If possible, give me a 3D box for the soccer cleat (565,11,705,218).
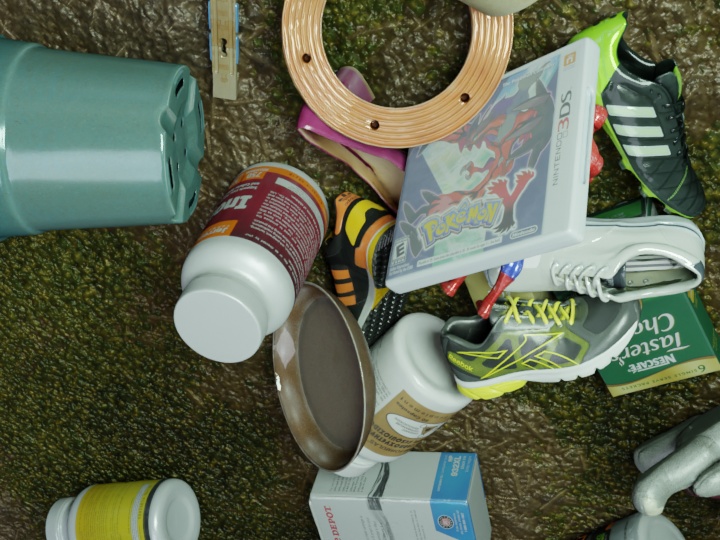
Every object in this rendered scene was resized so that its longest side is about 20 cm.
[{"bbox_3d":[0.252,-0.129,0.865,0.081,0.068,0.200,-31,110,32],"label":"soccer cleat"}]

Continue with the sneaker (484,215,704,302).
[{"bbox_3d":[0.208,-0.007,0.897,0.198,0.071,0.074,-9,122,14],"label":"sneaker"}]

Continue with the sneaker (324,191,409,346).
[{"bbox_3d":[0.000,0.000,1.051,0.090,0.070,0.201,43,148,25],"label":"sneaker"}]

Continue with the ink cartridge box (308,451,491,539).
[{"bbox_3d":[0.052,0.302,1.243,0.198,0.084,0.146,-2,126,18],"label":"ink cartridge box"}]

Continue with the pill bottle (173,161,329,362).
[{"bbox_3d":[-0.106,-0.009,0.977,0.112,0.201,0.114,8,129,10],"label":"pill bottle"}]

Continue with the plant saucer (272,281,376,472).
[{"bbox_3d":[-0.036,0.110,1.060,0.032,0.201,0.201,-9,137,-30],"label":"plant saucer"}]

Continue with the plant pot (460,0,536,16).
[{"bbox_3d":[0.072,-0.291,0.737,0.186,0.189,0.200,-25,129,31],"label":"plant pot"}]

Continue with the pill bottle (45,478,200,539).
[{"bbox_3d":[-0.329,0.348,1.378,0.198,0.112,0.113,-9,124,23],"label":"pill bottle"}]

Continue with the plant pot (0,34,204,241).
[{"bbox_3d":[-0.259,-0.122,0.954,0.194,0.201,0.202,3,128,5],"label":"plant pot"}]

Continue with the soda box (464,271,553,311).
[{"bbox_3d":[0.131,-0.023,0.980,0.063,0.068,0.201,-11,123,23],"label":"soda box"}]

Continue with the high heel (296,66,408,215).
[{"bbox_3d":[0.011,-0.087,0.945,0.067,0.096,0.201,-17,118,45],"label":"high heel"}]

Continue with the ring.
[{"bbox_3d":[0.031,-0.206,0.858,0.198,0.019,0.203,1,105,3],"label":"ring"}]

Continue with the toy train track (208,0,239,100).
[{"bbox_3d":[-0.123,-0.248,0.912,0.113,0.033,0.201,8,134,2],"label":"toy train track"}]

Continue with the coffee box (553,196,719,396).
[{"bbox_3d":[0.268,0.030,0.995,0.122,0.044,0.201,-18,119,28],"label":"coffee box"}]

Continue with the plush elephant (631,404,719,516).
[{"bbox_3d":[0.393,0.220,1.026,0.199,0.165,0.156,-36,85,10],"label":"plush elephant"}]

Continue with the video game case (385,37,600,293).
[{"bbox_3d":[0.108,-0.084,0.842,0.023,0.184,0.199,29,149,-34],"label":"video game case"}]

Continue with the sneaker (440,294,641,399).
[{"bbox_3d":[0.163,0.059,0.942,0.199,0.075,0.085,-25,119,23],"label":"sneaker"}]

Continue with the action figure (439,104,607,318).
[{"bbox_3d":[0.144,-0.065,0.877,0.065,0.099,0.201,32,108,-13],"label":"action figure"}]

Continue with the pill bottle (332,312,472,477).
[{"bbox_3d":[0.030,0.146,1.110,0.114,0.115,0.200,35,129,-11],"label":"pill bottle"}]

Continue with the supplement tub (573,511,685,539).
[{"bbox_3d":[0.292,0.378,1.204,0.122,0.123,0.199,42,126,-17],"label":"supplement tub"}]
